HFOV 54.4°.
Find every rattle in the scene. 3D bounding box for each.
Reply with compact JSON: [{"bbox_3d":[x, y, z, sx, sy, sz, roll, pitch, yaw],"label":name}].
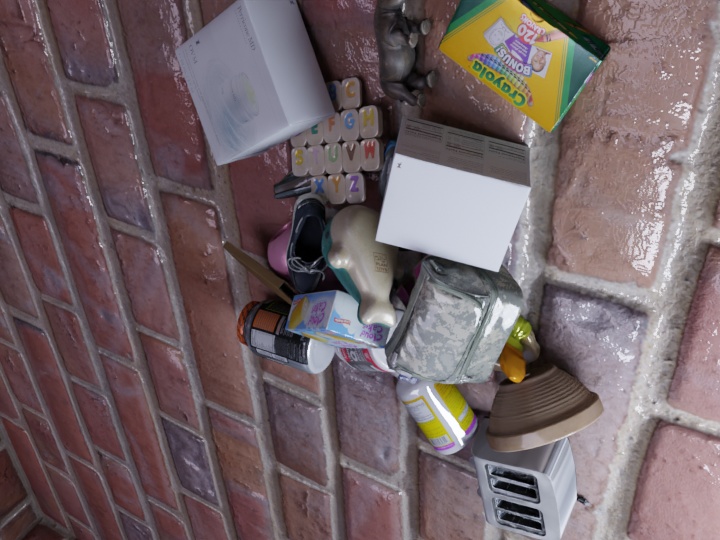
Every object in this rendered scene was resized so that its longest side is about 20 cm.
[{"bbox_3d":[0.204,0.161,1.213,0.196,0.146,0.130,-14,136,33],"label":"rattle"}]

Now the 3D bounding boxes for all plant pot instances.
[{"bbox_3d":[0.291,0.216,1.158,0.198,0.198,0.095,-22,86,43],"label":"plant pot"}]

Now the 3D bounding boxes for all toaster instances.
[{"bbox_3d":[0.310,0.387,1.304,0.196,0.119,0.185,5,124,34],"label":"toaster"}]

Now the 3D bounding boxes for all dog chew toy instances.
[{"bbox_3d":[-0.085,-0.001,1.329,0.123,0.125,0.201,-25,113,44],"label":"dog chew toy"}]

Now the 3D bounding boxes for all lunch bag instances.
[{"bbox_3d":[0.138,0.078,1.109,0.140,0.164,0.204,-117,40,-50],"label":"lunch bag"}]

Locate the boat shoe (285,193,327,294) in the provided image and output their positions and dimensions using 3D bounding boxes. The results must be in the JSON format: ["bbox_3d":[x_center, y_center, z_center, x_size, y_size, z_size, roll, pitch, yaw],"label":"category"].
[{"bbox_3d":[-0.089,-0.032,1.203,0.073,0.063,0.204,5,128,-12],"label":"boat shoe"}]

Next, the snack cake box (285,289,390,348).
[{"bbox_3d":[-0.040,0.087,1.211,0.113,0.069,0.199,22,166,-22],"label":"snack cake box"}]

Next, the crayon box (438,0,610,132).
[{"bbox_3d":[0.214,-0.296,0.934,0.198,0.058,0.120,38,135,8],"label":"crayon box"}]

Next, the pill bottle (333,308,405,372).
[{"bbox_3d":[0.022,0.132,1.319,0.112,0.110,0.199,55,155,-10],"label":"pill bottle"}]

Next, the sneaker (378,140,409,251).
[{"bbox_3d":[0.073,-0.123,1.167,0.079,0.074,0.204,4,129,12],"label":"sneaker"}]

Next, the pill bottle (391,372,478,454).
[{"bbox_3d":[0.136,0.242,1.339,0.103,0.104,0.202,-23,106,44],"label":"pill bottle"}]

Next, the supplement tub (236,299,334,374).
[{"bbox_3d":[-0.156,0.133,1.468,0.196,0.123,0.125,14,128,29],"label":"supplement tub"}]

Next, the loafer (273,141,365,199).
[{"bbox_3d":[-0.078,-0.177,1.242,0.196,0.071,0.065,-12,94,34],"label":"loafer"}]

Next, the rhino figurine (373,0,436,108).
[{"bbox_3d":[0.055,-0.342,1.019,0.086,0.059,0.205,15,126,41],"label":"rhino figurine"}]

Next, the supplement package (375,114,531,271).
[{"bbox_3d":[0.135,-0.113,1.041,0.194,0.112,0.158,14,131,1],"label":"supplement package"}]

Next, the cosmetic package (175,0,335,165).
[{"bbox_3d":[-0.173,-0.307,1.143,0.197,0.122,0.204,-17,96,41],"label":"cosmetic package"}]

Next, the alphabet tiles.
[{"bbox_3d":[-0.043,-0.210,1.155,0.196,0.014,0.202,2,96,40],"label":"alphabet tiles"}]

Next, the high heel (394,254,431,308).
[{"bbox_3d":[0.128,0.031,1.217,0.096,0.067,0.201,49,142,10],"label":"high heel"}]

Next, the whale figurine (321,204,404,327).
[{"bbox_3d":[0.000,0.000,1.118,0.103,0.156,0.205,-32,61,42],"label":"whale figurine"}]

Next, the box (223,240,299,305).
[{"bbox_3d":[-0.169,0.026,1.375,0.198,0.021,0.164,33,170,41],"label":"box"}]
